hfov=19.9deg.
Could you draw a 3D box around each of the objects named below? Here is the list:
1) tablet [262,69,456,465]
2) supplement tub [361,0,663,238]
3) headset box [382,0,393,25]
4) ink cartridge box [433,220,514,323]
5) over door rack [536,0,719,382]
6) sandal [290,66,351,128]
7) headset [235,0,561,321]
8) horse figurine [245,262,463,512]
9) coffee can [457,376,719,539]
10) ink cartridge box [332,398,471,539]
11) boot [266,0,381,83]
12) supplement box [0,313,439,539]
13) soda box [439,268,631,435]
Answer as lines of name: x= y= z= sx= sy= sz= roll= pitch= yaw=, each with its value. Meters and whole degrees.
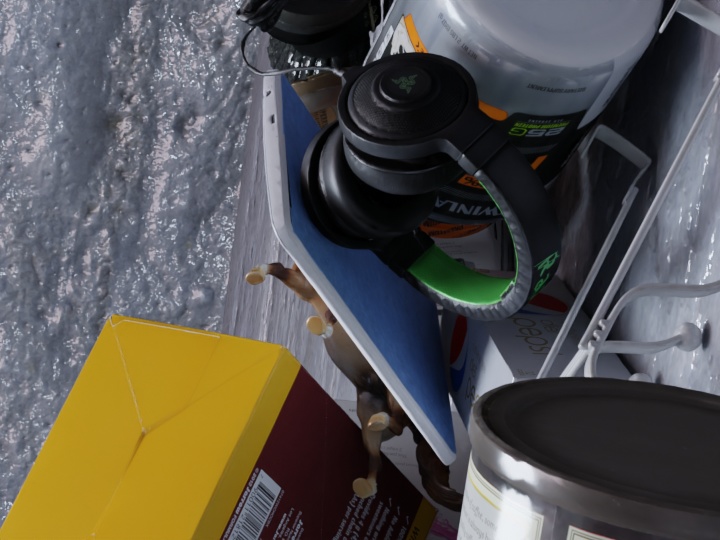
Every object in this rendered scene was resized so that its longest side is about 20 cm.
tablet: x=0.000 y=0.000 z=1.078 sx=0.200 sy=0.014 sz=0.131 roll=55 pitch=-160 yaw=-40
supplement tub: x=0.067 y=-0.104 z=1.058 sx=0.200 sy=0.122 sz=0.123 roll=119 pitch=156 yaw=-59
headset box: x=0.063 y=-0.208 z=1.308 sx=0.200 sy=0.092 sz=0.175 roll=95 pitch=178 yaw=-68
ink cartridge box: x=0.057 y=-0.037 z=1.264 sx=0.200 sy=0.067 sz=0.117 roll=71 pitch=-162 yaw=-59
over door rack: x=0.130 y=-0.003 z=0.934 sx=0.148 sy=0.066 sz=0.201 roll=116 pitch=172 yaw=-64
sandal: x=-0.011 y=-0.066 z=1.239 sx=0.200 sy=0.081 sz=0.055 roll=79 pitch=169 yaw=-74
headset: x=0.022 y=-0.067 z=0.984 sx=0.094 sy=0.200 sz=0.124 roll=-44 pitch=-5 yaw=-29
horse figurine: x=0.002 y=0.045 z=1.146 sx=0.201 sy=0.050 sz=0.133 roll=61 pitch=-159 yaw=-7
coffee can: x=0.096 y=0.155 z=0.739 sx=0.146 sy=0.145 sz=0.201 roll=-117 pitch=34 yaw=-74
ink cartridge box: x=0.004 y=0.205 z=1.347 sx=0.129 sy=0.124 sz=0.201 roll=108 pitch=165 yaw=-54
boot: x=-0.027 y=-0.157 z=1.279 sx=0.212 sy=0.079 sz=0.159 roll=-71 pitch=-6 yaw=-52
supplement box: x=-0.085 y=0.166 z=1.173 sx=0.200 sy=0.132 sz=0.198 roll=50 pitch=-122 yaw=-46
soda box: x=0.090 y=0.056 z=1.093 sx=0.200 sy=0.068 sz=0.064 roll=-114 pitch=30 yaw=-73
